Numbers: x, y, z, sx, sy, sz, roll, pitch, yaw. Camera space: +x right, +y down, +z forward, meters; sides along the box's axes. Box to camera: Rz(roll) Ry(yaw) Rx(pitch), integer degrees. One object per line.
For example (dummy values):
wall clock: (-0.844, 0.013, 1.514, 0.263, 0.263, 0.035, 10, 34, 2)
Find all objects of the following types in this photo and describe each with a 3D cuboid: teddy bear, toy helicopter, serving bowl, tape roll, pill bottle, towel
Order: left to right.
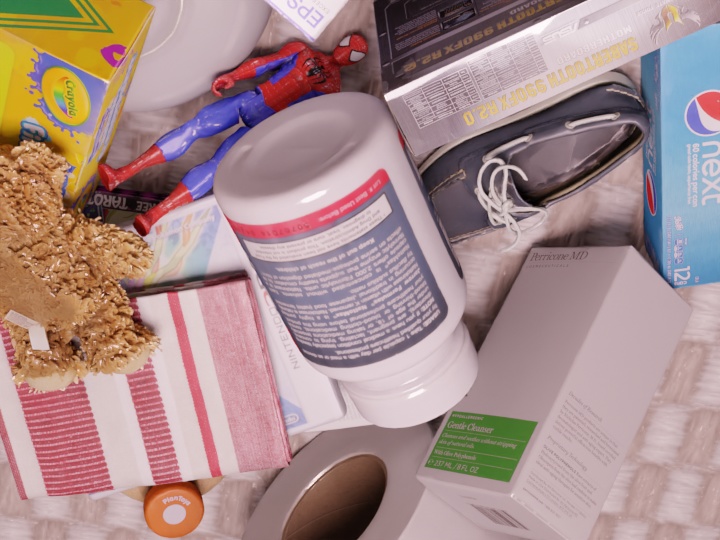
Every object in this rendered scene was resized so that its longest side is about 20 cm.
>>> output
teddy bear: (-0.202, 0.000, 0.844, 0.145, 0.067, 0.200, -24, 126, 23)
toy helicopter: (-0.186, 0.110, 1.030, 0.200, 0.079, 0.132, 26, 105, -22)
serving bowl: (-0.154, -0.187, 0.859, 0.200, 0.066, 0.200, -1, 121, -1)
towel: (-0.157, 0.083, 0.924, 0.200, 0.023, 0.144, -8, 109, 7)
pill bottle: (0.000, 0.000, 0.850, 0.119, 0.120, 0.200, -20, 122, 10)
tape roll: (0.020, 0.224, 1.037, 0.203, 0.203, 0.139, -36, 117, 18)

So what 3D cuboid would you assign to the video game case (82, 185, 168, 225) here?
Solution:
video game case: (-0.237, 0.022, 0.964, 0.200, 0.036, 0.182, 9, 101, -9)

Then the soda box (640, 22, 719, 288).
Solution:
soda box: (0.236, -0.089, 0.933, 0.068, 0.064, 0.200, -7, 122, 2)

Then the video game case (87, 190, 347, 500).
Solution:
video game case: (-0.134, 0.052, 0.935, 0.200, 0.022, 0.182, -19, 105, 9)

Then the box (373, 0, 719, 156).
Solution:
box: (0.108, -0.162, 0.829, 0.200, 0.158, 0.048, -24, 119, 11)

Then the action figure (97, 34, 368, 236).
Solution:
action figure: (-0.075, -0.100, 0.889, 0.200, 0.052, 0.065, -36, 87, -17)

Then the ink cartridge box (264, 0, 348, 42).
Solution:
ink cartridge box: (-0.036, -0.276, 0.807, 0.198, 0.043, 0.200, 39, 103, -23)

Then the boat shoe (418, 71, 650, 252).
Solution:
boat shoe: (0.113, -0.065, 0.943, 0.200, 0.062, 0.075, -26, 124, 15)

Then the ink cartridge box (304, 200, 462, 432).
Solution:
ink cartridge box: (-0.027, 0.041, 0.979, 0.200, 0.047, 0.160, -8, 121, 13)

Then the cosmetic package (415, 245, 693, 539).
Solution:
cosmetic package: (0.139, 0.085, 0.947, 0.085, 0.200, 0.108, 40, 157, -29)

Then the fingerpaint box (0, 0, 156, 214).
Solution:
fingerpaint box: (-0.234, -0.119, 0.835, 0.167, 0.073, 0.200, 26, 145, -6)
